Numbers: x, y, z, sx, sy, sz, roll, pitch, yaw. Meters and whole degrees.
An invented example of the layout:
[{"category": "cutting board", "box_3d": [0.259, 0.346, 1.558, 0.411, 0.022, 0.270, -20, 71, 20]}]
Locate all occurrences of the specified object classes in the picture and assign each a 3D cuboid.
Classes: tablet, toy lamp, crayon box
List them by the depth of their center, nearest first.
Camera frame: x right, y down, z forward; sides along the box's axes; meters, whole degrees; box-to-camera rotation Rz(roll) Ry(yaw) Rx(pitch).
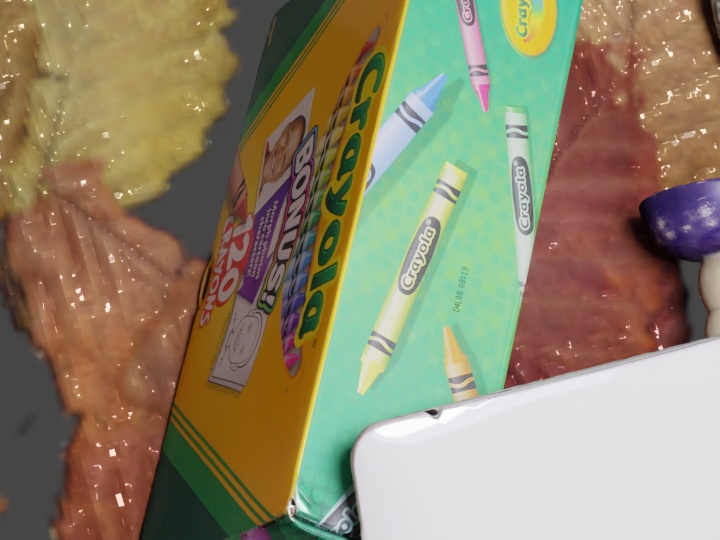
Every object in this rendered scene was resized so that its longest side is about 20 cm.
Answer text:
[{"category": "tablet", "box_3d": [0.070, 0.125, 0.799, 0.130, 0.014, 0.200, -13, 102, -20]}, {"category": "crayon box", "box_3d": [0.000, 0.000, 0.858, 0.058, 0.119, 0.200, 21, 67, -20]}, {"category": "toy lamp", "box_3d": [0.130, 0.071, 0.939, 0.058, 0.058, 0.200, -2, 77, -27]}]

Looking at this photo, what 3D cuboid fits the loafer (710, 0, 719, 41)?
[{"category": "loafer", "box_3d": [0.200, -0.058, 1.009, 0.200, 0.075, 0.070, 51, 49, -10]}]
